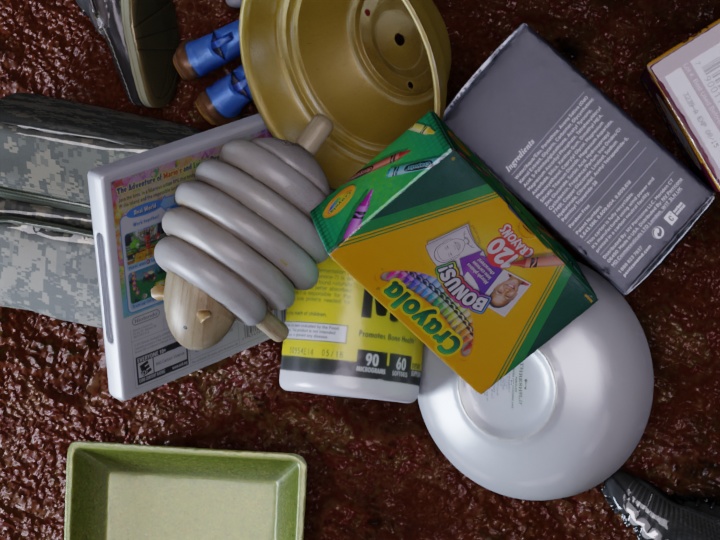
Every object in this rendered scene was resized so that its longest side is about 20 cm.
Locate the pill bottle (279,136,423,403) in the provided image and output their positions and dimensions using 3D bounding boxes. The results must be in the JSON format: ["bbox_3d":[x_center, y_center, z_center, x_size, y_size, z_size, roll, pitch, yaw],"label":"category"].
[{"bbox_3d":[0.000,0.000,1.663,0.113,0.114,0.202,5,86,5],"label":"pill bottle"}]

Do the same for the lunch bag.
[{"bbox_3d":[-0.223,-0.040,1.681,0.198,0.139,0.169,11,104,4],"label":"lunch bag"}]

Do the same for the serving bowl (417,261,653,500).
[{"bbox_3d":[0.126,0.087,1.652,0.198,0.066,0.202,3,97,26],"label":"serving bowl"}]

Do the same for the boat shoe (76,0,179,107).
[{"bbox_3d":[-0.199,-0.230,1.705,0.065,0.072,0.203,-7,101,26],"label":"boat shoe"}]

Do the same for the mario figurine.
[{"bbox_3d":[-0.045,-0.193,1.697,0.199,0.106,0.124,-28,123,16],"label":"mario figurine"}]

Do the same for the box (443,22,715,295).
[{"bbox_3d":[0.166,-0.086,1.631,0.200,0.148,0.104,43,95,2],"label":"box"}]

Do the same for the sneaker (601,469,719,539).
[{"bbox_3d":[0.287,0.207,1.675,0.199,0.066,0.091,37,92,-1],"label":"sneaker"}]

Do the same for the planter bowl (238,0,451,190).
[{"bbox_3d":[0.007,-0.164,1.578,0.199,0.083,0.202,24,127,35],"label":"planter bowl"}]

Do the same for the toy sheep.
[{"bbox_3d":[-0.080,-0.030,1.560,0.137,0.138,0.201,30,81,4],"label":"toy sheep"}]

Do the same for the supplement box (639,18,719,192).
[{"bbox_3d":[0.276,-0.127,1.592,0.085,0.200,0.111,-31,89,6],"label":"supplement box"}]

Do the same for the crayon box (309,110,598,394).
[{"bbox_3d":[0.070,-0.010,1.540,0.119,0.058,0.200,-39,128,11],"label":"crayon box"}]

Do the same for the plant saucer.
[{"bbox_3d":[-0.143,0.243,1.724,0.198,0.048,0.202,3,93,6],"label":"plant saucer"}]

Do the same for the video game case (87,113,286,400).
[{"bbox_3d":[-0.122,-0.016,1.631,0.024,0.199,0.184,17,118,42],"label":"video game case"}]
